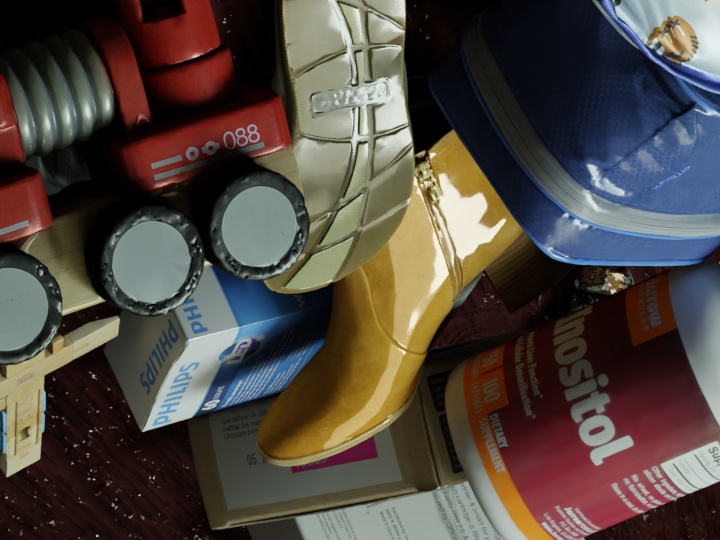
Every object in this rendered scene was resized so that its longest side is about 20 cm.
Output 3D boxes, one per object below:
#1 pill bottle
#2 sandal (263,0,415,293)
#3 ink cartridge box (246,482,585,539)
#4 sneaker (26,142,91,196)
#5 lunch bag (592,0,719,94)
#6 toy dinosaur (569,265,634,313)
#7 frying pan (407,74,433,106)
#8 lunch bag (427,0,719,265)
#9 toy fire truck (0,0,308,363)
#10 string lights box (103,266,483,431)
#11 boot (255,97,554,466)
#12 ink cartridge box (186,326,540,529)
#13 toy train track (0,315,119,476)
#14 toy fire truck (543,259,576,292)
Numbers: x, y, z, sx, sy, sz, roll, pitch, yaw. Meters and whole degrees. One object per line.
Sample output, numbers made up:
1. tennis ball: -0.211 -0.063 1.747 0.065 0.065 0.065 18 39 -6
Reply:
1. pill bottle: 0.154 0.064 1.156 0.199 0.114 0.113 -26 158 18
2. sandal: -0.016 -0.080 1.052 0.080 0.054 0.201 -9 124 -17
3. ink cartridge box: 0.038 0.182 1.527 0.199 0.145 0.084 -16 160 -28
4. sneaker: -0.149 -0.025 1.048 0.199 0.075 0.082 -13 167 -21
5. lunch bag: 0.138 -0.164 0.929 0.199 0.170 0.124 3 128 -35
6. toy dinosaur: 0.180 0.081 1.522 0.102 0.136 0.200 -5 142 42
7. frying pan: -0.006 -0.071 1.147 0.115 0.031 0.190 -34 158 9
8. lunch bag: 0.138 -0.082 1.084 0.199 0.136 0.132 2 142 -50
9. toy fire truck: -0.122 -0.079 0.912 0.175 0.201 0.129 -18 -165 -19
10. string lights box: -0.035 0.021 1.244 0.199 0.059 0.103 -14 154 -30
11. boot: 0.001 0.000 1.149 0.201 0.071 0.144 -36 129 -3
12. ink cartridge box: 0.022 0.092 1.319 0.199 0.076 0.164 -15 178 43
13. toy train track: -0.191 0.062 1.198 0.114 0.033 0.200 -29 162 -20
14. toy fire truck: 0.199 -0.043 1.219 0.200 0.176 0.128 -48 152 19
